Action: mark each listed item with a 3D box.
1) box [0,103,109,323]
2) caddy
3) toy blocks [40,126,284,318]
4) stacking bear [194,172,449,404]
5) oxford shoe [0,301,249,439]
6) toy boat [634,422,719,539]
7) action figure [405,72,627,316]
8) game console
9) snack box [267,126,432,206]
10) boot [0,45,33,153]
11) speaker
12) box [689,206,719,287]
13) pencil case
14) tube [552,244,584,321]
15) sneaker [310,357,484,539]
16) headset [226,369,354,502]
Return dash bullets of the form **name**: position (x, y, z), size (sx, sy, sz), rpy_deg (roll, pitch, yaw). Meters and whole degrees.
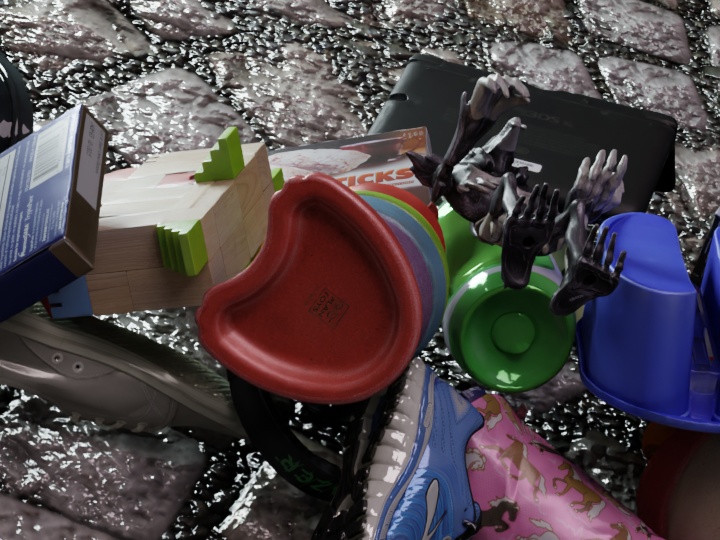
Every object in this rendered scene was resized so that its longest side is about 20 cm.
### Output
- **box**: position (-0.232, -0.005, 1.145), size (0.032, 0.199, 0.121), rpy_deg (48, 26, -35)
- **caddy**: position (0.205, 0.040, 1.223), size (0.141, 0.105, 0.200), rpy_deg (7, 19, 1)
- **toy blocks**: position (-0.134, -0.023, 1.188), size (0.136, 0.100, 0.200), rpy_deg (-6, 19, 14)
- **stacking bear**: position (0.000, 0.000, 1.158), size (0.114, 0.122, 0.200), rpy_deg (37, 17, 2)
- **oxford shoe**: position (-0.148, 0.067, 1.189), size (0.199, 0.058, 0.075), rpy_deg (22, 7, -27)
- **toy boat**: position (0.241, 0.127, 1.304), size (0.130, 0.131, 0.200), rpy_deg (15, 26, 40)
- **action figure**: position (0.102, -0.052, 1.203), size (0.119, 0.102, 0.200), rpy_deg (26, 15, -22)
- **game console**: position (0.118, -0.072, 1.426), size (0.199, 0.117, 0.176), rpy_deg (15, 44, 13)
- **snack box**: position (-0.051, -0.053, 1.320), size (0.199, 0.024, 0.072), rpy_deg (-8, 36, 7)
- **boot**: position (-0.313, -0.125, 1.292), size (0.167, 0.077, 0.200), rpy_deg (5, 36, -30)
- **speaker**: position (0.089, 0.009, 1.314), size (0.088, 0.089, 0.200), rpy_deg (18, 17, -10)
- **box**: position (0.303, 0.030, 1.370), size (0.157, 0.200, 0.050), rpy_deg (37, 72, 15)
- **pencil case**: position (0.124, 0.159, 1.213), size (0.200, 0.087, 0.083), rpy_deg (40, 10, 17)
- **tube**: position (0.159, 0.018, 1.420), size (0.058, 0.052, 0.200), rpy_deg (-35, 66, -7)
- **sneaker**: position (0.027, 0.150, 1.136), size (0.089, 0.078, 0.201), rpy_deg (28, 65, -18)
- **headset**: position (-0.037, 0.059, 1.245), size (0.123, 0.094, 0.201), rpy_deg (31, 40, -31)
